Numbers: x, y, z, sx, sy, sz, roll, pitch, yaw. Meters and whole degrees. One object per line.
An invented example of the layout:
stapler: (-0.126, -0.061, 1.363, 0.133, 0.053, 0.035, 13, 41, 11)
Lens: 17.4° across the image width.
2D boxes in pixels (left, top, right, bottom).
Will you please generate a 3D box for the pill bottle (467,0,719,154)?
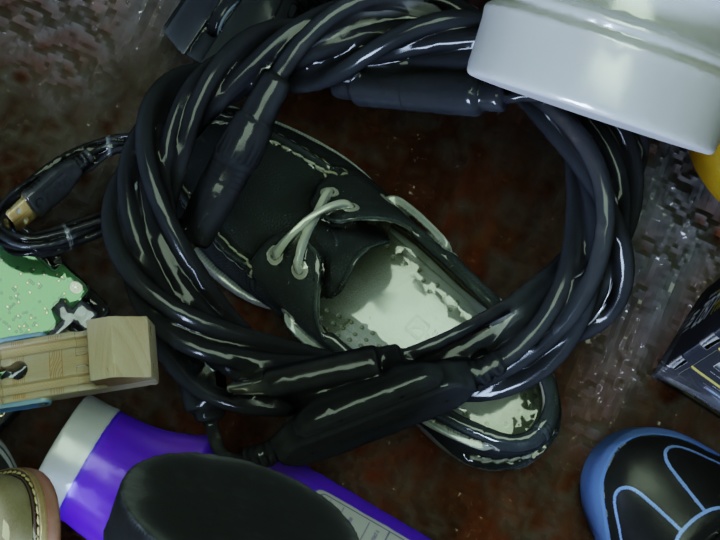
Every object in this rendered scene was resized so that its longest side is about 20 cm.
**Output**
pill bottle: (0.110, -0.147, 0.793, 0.119, 0.120, 0.200, 18, 94, -1)

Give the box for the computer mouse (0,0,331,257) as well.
computer mouse: (-0.071, -0.079, 0.919, 0.059, 0.034, 0.200, 31, 64, 21)

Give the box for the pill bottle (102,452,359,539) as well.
pill bottle: (-0.069, 0.170, 0.819, 0.112, 0.112, 0.200, 18, 110, -1)

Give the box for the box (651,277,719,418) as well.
box: (0.215, 0.066, 0.874, 0.200, 0.161, 0.049, 33, 79, 3)

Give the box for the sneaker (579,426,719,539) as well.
sneaker: (0.166, 0.135, 0.900, 0.070, 0.078, 0.200, -43, 86, -10)

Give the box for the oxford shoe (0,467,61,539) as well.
oxford shoe: (-0.184, 0.117, 0.804, 0.200, 0.074, 0.071, -31, 56, 30)

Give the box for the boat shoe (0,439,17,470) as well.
boat shoe: (-0.159, 0.155, 0.860, 0.070, 0.066, 0.200, 15, 88, -24)

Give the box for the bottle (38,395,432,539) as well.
bottle: (-0.030, 0.117, 0.895, 0.200, 0.065, 0.084, 30, 77, 1)

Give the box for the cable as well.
cable: (0.009, -0.024, 0.872, 0.200, 0.051, 0.163, -23, 78, 3)

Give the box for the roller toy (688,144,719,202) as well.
roller toy: (0.216, -0.120, 0.918, 0.182, 0.140, 0.200, -3, 89, -10)

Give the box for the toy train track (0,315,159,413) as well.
toy train track: (-0.173, 0.041, 0.852, 0.200, 0.033, 0.115, -9, 70, 8)

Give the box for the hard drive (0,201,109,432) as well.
hard drive: (-0.215, -0.002, 0.917, 0.200, 0.038, 0.140, 42, 80, 4)

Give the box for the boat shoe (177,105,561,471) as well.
boat shoe: (0.000, 0.000, 0.920, 0.200, 0.060, 0.076, 36, 81, 3)
